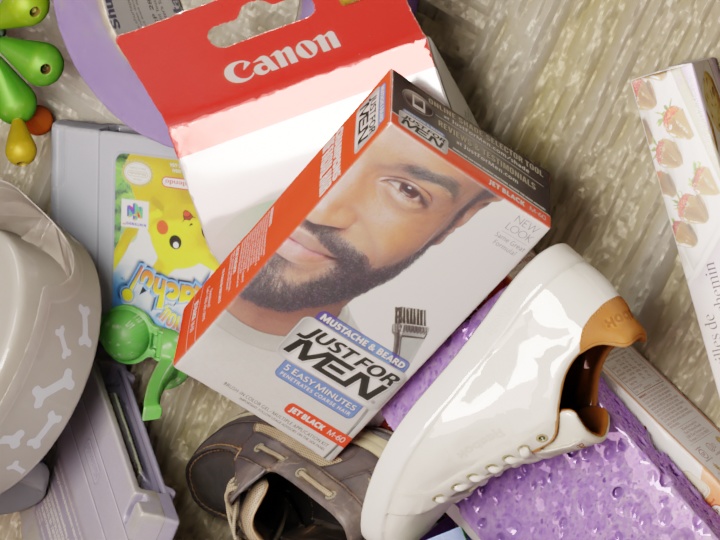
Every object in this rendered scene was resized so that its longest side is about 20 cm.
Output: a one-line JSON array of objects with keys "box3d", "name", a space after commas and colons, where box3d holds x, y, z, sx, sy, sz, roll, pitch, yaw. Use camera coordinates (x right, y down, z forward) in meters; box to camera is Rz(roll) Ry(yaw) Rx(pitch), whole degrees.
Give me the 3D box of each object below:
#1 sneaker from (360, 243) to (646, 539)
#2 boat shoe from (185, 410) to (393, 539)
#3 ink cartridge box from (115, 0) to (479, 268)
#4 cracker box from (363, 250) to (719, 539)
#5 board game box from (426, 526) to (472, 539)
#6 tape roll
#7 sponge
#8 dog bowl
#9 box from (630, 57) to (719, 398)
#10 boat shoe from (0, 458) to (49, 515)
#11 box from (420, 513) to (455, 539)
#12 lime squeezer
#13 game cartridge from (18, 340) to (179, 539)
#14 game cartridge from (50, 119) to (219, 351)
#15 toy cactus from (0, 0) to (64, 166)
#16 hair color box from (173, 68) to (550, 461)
[{"box3d": [0.076, 0.087, 1.496, 0.085, 0.073, 0.200, 43, 113, 18], "name": "sneaker"}, {"box3d": [-0.047, 0.126, 1.636, 0.200, 0.073, 0.075, -5, 111, 52], "name": "boat shoe"}, {"box3d": [-0.022, -0.068, 1.553, 0.161, 0.050, 0.200, -19, 131, 14], "name": "ink cartridge box"}, {"box3d": [0.113, 0.103, 1.588, 0.200, 0.058, 0.134, 45, 116, 15], "name": "cracker box"}, {"box3d": [0.085, 0.247, 1.537, 0.034, 0.135, 0.200, -23, 73, 3], "name": "board game box"}, {"box3d": [-0.073, -0.170, 1.621, 0.200, 0.085, 0.200, 5, 102, 28], "name": "tape roll"}, {"box3d": [0.109, 0.115, 1.542, 0.112, 0.030, 0.200, -45, 77, 26], "name": "sponge"}, {"box3d": [-0.231, 0.047, 1.668, 0.200, 0.059, 0.200, -26, 50, 36], "name": "dog bowl"}, {"box3d": [0.196, -0.016, 1.532, 0.039, 0.041, 0.200, -15, 91, 29], "name": "box"}, {"box3d": [-0.264, 0.106, 1.778, 0.202, 0.075, 0.086, -9, 61, 45], "name": "boat shoe"}, {"box3d": [-0.044, 0.190, 1.605, 0.137, 0.200, 0.039, -6, 102, 29], "name": "box"}, {"box3d": [-0.143, 0.049, 1.674, 0.200, 0.071, 0.038, 33, 136, 51], "name": "lime squeezer"}, {"box3d": [-0.159, 0.145, 1.685, 0.200, 0.038, 0.130, -117, 43, -57], "name": "game cartridge"}, {"box3d": [-0.100, -0.016, 1.692, 0.200, 0.040, 0.133, 7, 106, 27], "name": "game cartridge"}, {"box3d": [-0.244, -0.155, 1.701, 0.165, 0.102, 0.200, 24, 98, 15], "name": "toy cactus"}, {"box3d": [0.000, 0.000, 1.540, 0.111, 0.064, 0.200, 32, 118, -17], "name": "hair color box"}]
